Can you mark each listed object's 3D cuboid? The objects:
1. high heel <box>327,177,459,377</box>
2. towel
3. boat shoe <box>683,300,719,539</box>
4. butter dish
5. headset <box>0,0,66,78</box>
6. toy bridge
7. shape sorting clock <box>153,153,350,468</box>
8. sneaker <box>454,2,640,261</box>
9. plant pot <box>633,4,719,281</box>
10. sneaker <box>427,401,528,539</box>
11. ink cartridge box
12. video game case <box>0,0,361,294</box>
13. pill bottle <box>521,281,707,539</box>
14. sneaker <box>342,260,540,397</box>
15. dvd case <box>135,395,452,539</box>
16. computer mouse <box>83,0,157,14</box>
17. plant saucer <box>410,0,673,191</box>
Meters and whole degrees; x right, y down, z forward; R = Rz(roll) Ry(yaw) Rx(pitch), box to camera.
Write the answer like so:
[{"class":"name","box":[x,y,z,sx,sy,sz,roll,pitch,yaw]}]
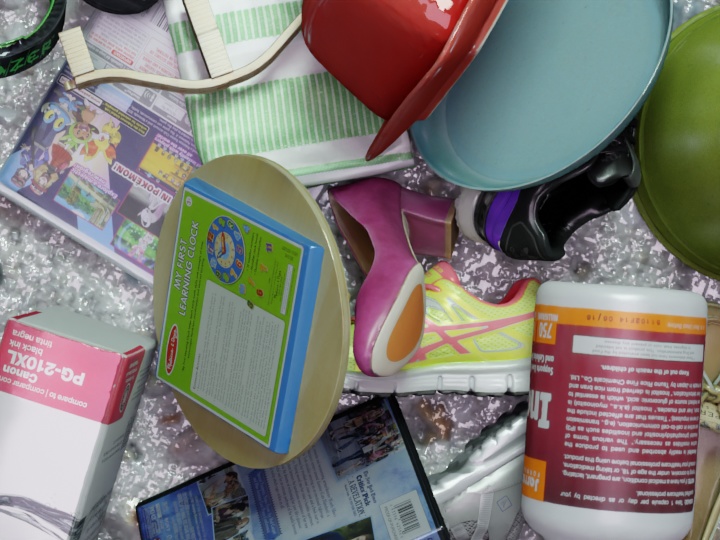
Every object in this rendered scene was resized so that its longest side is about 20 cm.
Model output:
[{"class":"high heel","box":[0.000,0.000,1.136,0.095,0.201,0.068,8,128,13]},{"class":"towel","box":[-0.051,-0.154,1.190,0.151,0.023,0.202,-12,86,-6]},{"class":"boat shoe","box":[0.229,0.122,1.200,0.073,0.063,0.202,8,92,0]},{"class":"butter dish","box":[0.022,-0.200,1.096,0.147,0.199,0.201,31,71,-5]},{"class":"headset","box":[-0.272,-0.216,1.158,0.123,0.094,0.201,-25,66,-28]},{"class":"toy bridge","box":[-0.101,-0.153,1.163,0.198,0.027,0.068,-20,86,-6]},{"class":"shape sorting clock","box":[-0.072,0.026,1.133,0.199,0.039,0.202,9,102,44]},{"class":"sneaker","box":[0.155,-0.087,1.160,0.069,0.099,0.201,36,86,-42]},{"class":"plant pot","box":[0.280,-0.084,1.128,0.198,0.193,0.203,0,93,0]},{"class":"sneaker","box":[0.068,0.174,1.196,0.199,0.075,0.082,-37,91,1]},{"class":"ink cartridge box","box":[-0.208,0.134,1.160,0.084,0.145,0.202,17,92,1]},{"class":"video game case","box":[-0.123,-0.083,1.214,0.199,0.023,0.183,32,92,-2]},{"class":"pill bottle","box":[0.161,0.111,1.135,0.112,0.113,0.202,4,89,0]},{"class":"sneaker","box":[0.038,0.039,1.195,0.198,0.078,0.091,-1,92,-11]},{"class":"dvd case","box":[-0.050,0.167,1.172,0.198,0.143,0.018,-24,127,2]},{"class":"computer mouse","box":[-0.103,-0.249,1.145,0.139,0.046,0.201,15,124,-19]},{"class":"plant saucer","box":[0.119,-0.135,1.150,0.201,0.200,0.027,-50,133,2]}]
